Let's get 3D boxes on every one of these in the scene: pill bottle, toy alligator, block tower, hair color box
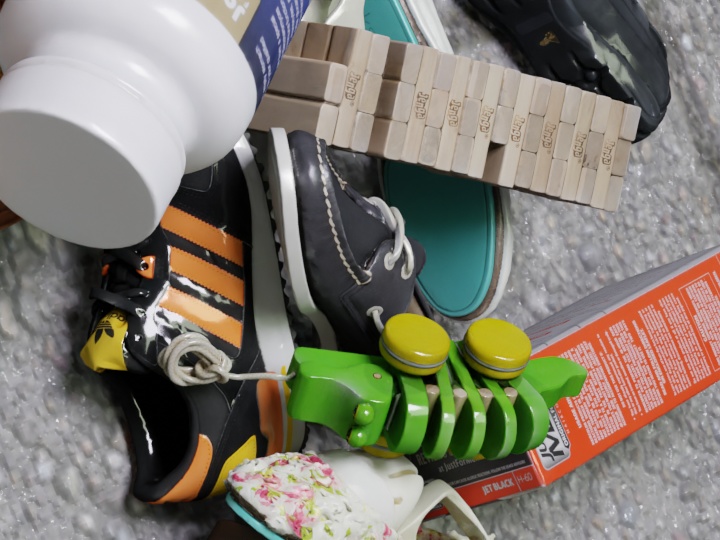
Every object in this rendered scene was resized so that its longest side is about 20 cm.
[{"bbox_3d":[-0.082,-0.110,1.050,0.111,0.111,0.201,41,53,-23],"label":"pill bottle"},{"bbox_3d":[0.013,0.057,1.101,0.199,0.060,0.054,3,36,-22],"label":"toy alligator"},{"bbox_3d":[0.044,-0.070,1.179,0.199,0.058,0.054,10,93,-41],"label":"block tower"},{"bbox_3d":[0.106,0.054,1.261,0.200,0.101,0.062,-25,92,-42],"label":"hair color box"}]

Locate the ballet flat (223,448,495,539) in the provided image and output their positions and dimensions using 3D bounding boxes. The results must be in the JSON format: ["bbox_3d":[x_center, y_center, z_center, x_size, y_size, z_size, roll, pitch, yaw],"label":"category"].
[{"bbox_3d":[0.011,0.115,1.150,0.064,0.076,0.200,-51,141,0],"label":"ballet flat"}]

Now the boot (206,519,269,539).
[{"bbox_3d":[-0.006,0.197,1.145,0.200,0.074,0.076,38,71,-19],"label":"boot"}]

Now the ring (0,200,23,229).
[{"bbox_3d":[-0.173,-0.113,1.036,0.200,0.019,0.202,6,83,-54],"label":"ring"}]

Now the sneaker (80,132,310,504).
[{"bbox_3d":[-0.086,0.005,1.116,0.090,0.070,0.201,-24,104,-40],"label":"sneaker"}]

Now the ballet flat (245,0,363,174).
[{"bbox_3d":[-0.016,-0.144,1.205,0.069,0.069,0.201,12,83,-38],"label":"ballet flat"}]

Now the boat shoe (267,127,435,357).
[{"bbox_3d":[0.000,0.000,1.138,0.200,0.060,0.074,74,8,-54],"label":"boat shoe"}]

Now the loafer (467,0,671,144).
[{"bbox_3d":[0.099,-0.155,1.355,0.201,0.068,0.071,51,41,-22],"label":"loafer"}]

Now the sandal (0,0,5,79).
[{"bbox_3d":[-0.134,-0.112,1.136,0.079,0.059,0.207,56,48,-11],"label":"sandal"}]

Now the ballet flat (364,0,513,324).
[{"bbox_3d":[0.037,-0.074,1.277,0.069,0.069,0.201,-18,87,-43],"label":"ballet flat"}]
